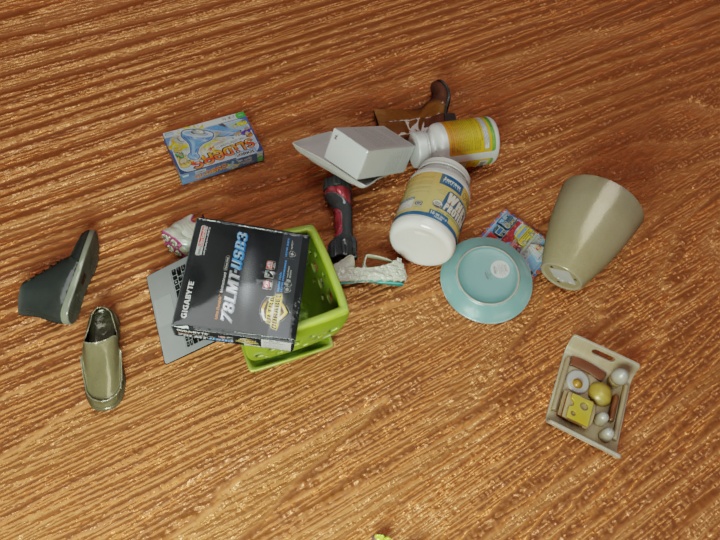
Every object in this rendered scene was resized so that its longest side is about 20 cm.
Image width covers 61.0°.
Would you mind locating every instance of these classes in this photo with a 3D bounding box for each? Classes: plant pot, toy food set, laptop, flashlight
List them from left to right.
[{"bbox_3d":[-0.321,0.038,1.113,0.198,0.116,0.190,-24,67,9],"label":"laptop"},{"bbox_3d":[-0.148,0.064,1.131,0.196,0.182,0.202,-15,61,-17],"label":"plant pot"},{"bbox_3d":[-0.049,-0.109,1.323,0.067,0.068,0.203,16,58,-29],"label":"flashlight"},{"bbox_3d":[0.472,-0.066,1.306,0.186,0.188,0.201,31,73,13],"label":"plant pot"},{"bbox_3d":[0.449,0.237,1.171,0.142,0.061,0.201,24,58,8],"label":"toy food set"}]

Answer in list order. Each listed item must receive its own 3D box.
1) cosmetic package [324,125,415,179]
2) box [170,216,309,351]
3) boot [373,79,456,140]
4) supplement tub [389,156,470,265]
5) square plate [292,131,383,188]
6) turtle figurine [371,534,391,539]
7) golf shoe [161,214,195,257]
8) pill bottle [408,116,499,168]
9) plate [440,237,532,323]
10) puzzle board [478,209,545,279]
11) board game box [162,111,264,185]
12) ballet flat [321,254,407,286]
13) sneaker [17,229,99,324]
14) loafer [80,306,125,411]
[{"bbox_3d":[0.023,-0.262,1.345,0.101,0.072,0.199,37,30,23],"label":"cosmetic package"},{"bbox_3d":[-0.192,0.021,1.009,0.195,0.050,0.203,10,62,-7],"label":"box"},{"bbox_3d":[0.130,-0.397,1.536,0.196,0.069,0.191,-6,67,-2],"label":"boot"},{"bbox_3d":[0.154,-0.128,1.309,0.142,0.145,0.202,19,58,5],"label":"supplement tub"},{"bbox_3d":[-0.033,-0.250,1.386,0.196,0.029,0.200,32,29,11],"label":"square plate"},{"bbox_3d":[0.042,0.510,0.950,0.197,0.065,0.163,14,50,12],"label":"turtle figurine"},{"bbox_3d":[-0.309,-0.048,1.246,0.198,0.076,0.092,33,57,12],"label":"golf shoe"},{"bbox_3d":[0.217,-0.295,1.439,0.197,0.112,0.112,-10,60,-13],"label":"pill bottle"},{"bbox_3d":[0.267,0.014,1.290,0.196,0.026,0.203,0,64,1],"label":"plate"},{"bbox_3d":[0.328,-0.036,1.350,0.150,0.017,0.200,38,62,16],"label":"puzzle board"},{"bbox_3d":[-0.338,-0.285,1.409,0.197,0.035,0.136,-21,63,-19],"label":"board game box"},{"bbox_3d":[0.000,0.000,1.253,0.196,0.072,0.073,0,58,-16],"label":"ballet flat"},{"bbox_3d":[-0.581,0.001,1.178,0.104,0.075,0.203,9,59,-4],"label":"sneaker"},{"bbox_3d":[-0.470,0.153,1.104,0.075,0.068,0.202,-11,60,-13],"label":"loafer"}]
